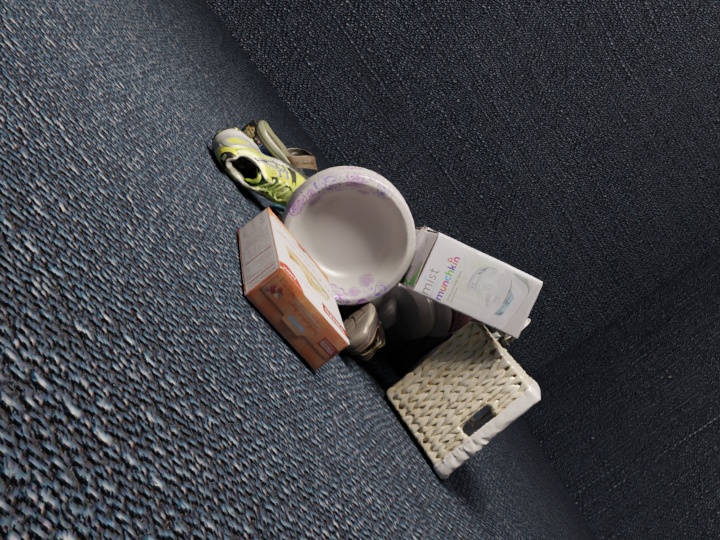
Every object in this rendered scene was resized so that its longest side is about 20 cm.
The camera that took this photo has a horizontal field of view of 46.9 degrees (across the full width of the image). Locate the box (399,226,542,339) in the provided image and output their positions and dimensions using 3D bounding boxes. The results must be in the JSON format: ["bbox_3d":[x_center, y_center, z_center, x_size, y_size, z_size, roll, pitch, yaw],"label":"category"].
[{"bbox_3d":[0.154,0.011,1.268,0.176,0.097,0.200,24,2,-11],"label":"box"}]

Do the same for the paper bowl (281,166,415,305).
[{"bbox_3d":[-0.021,-0.056,1.246,0.201,0.200,0.104,52,7,-16],"label":"paper bowl"}]

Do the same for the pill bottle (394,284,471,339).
[{"bbox_3d":[0.157,0.052,1.473,0.114,0.199,0.115,32,-51,51],"label":"pill bottle"}]

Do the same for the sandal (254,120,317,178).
[{"bbox_3d":[-0.120,-0.210,1.575,0.201,0.057,0.080,49,9,-27],"label":"sandal"}]

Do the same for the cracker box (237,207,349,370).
[{"bbox_3d":[-0.087,0.017,1.035,0.134,0.058,0.200,50,8,-26],"label":"cracker box"}]

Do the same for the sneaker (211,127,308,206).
[{"bbox_3d":[-0.154,-0.144,1.322,0.199,0.075,0.077,29,29,-32],"label":"sneaker"}]

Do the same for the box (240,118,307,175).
[{"bbox_3d":[-0.147,-0.185,1.684,0.200,0.050,0.199,45,11,-49],"label":"box"}]

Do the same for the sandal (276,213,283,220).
[{"bbox_3d":[-0.052,-0.109,1.334,0.075,0.199,0.045,-143,-141,-65],"label":"sandal"}]

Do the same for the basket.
[{"bbox_3d":[0.163,0.195,1.319,0.161,0.198,0.200,50,6,7],"label":"basket"}]

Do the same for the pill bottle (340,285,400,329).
[{"bbox_3d":[0.000,0.000,1.386,0.112,0.111,0.201,-111,-179,-67],"label":"pill bottle"}]

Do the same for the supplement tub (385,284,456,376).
[{"bbox_3d":[0.118,0.127,1.569,0.201,0.140,0.140,56,7,17],"label":"supplement tub"}]

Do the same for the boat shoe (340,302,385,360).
[{"bbox_3d":[0.008,0.093,1.257,0.073,0.074,0.200,53,8,-8],"label":"boat shoe"}]

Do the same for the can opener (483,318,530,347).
[{"bbox_3d":[0.235,0.100,1.454,0.067,0.053,0.200,51,-15,-1],"label":"can opener"}]

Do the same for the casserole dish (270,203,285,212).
[{"bbox_3d":[-0.067,-0.089,1.472,0.199,0.039,0.121,25,-1,-43],"label":"casserole dish"}]
